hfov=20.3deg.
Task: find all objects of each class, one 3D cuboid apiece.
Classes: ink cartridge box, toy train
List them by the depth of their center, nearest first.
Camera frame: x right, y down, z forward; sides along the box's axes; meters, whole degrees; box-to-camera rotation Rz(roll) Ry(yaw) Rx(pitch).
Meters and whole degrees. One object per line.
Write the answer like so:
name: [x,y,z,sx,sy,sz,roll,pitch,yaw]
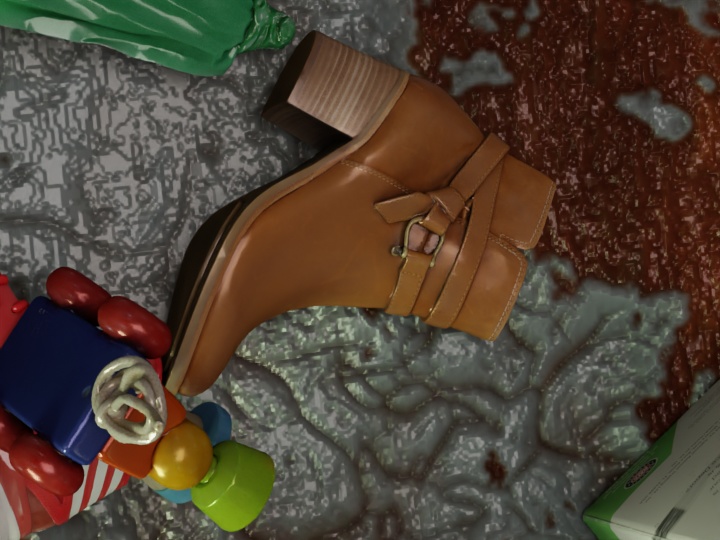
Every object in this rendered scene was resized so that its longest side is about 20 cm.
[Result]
toy train: [-0.082,0.074,0.854,0.115,0.200,0.085,36,83,-28]
ink cartridge box: [0.212,0.108,0.972,0.146,0.200,0.084,-42,98,-9]

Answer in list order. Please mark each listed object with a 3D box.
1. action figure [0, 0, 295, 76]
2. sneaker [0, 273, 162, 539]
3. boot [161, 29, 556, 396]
action figure: [-0.122,-0.146,0.970,0.198,0.055,0.119,20,84,-19]
sneaker: [-0.165,0.024,0.958,0.115,0.078,0.202,-22,107,-21]
boot: [0.000,0.000,0.991,0.154,0.074,0.201,30,86,-16]
